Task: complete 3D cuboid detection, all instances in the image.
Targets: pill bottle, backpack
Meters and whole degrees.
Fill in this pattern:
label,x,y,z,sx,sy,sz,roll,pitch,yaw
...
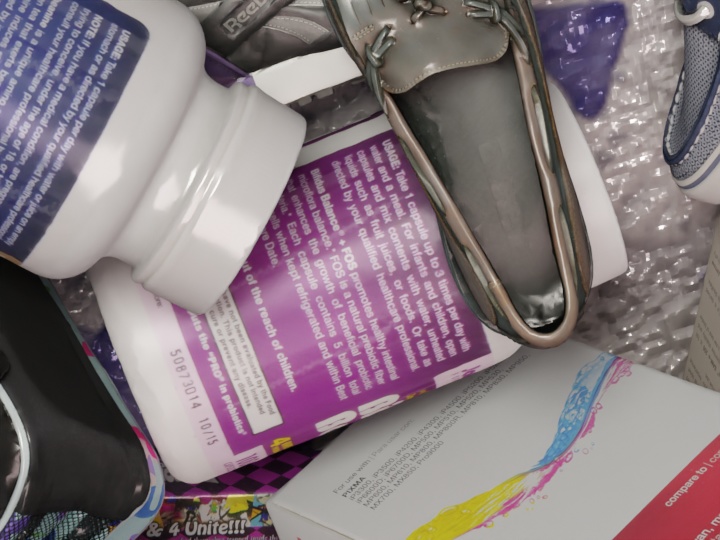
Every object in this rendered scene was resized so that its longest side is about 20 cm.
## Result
label,x,y,z,sx,sy,sz,roll,pitch,yaw
pill bottle,0.000,0.000,1.110,0.199,0.112,0.113,-22,125,0
pill bottle,-0.125,-0.066,0.991,0.200,0.111,0.111,29,112,-11
backpack,-0.188,0.078,1.067,0.200,0.178,0.150,-43,153,15

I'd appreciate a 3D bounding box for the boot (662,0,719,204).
label,x,y,z,sx,sy,sz,roll,pitch,yaw
boot,0.139,-0.128,1.101,0.090,0.073,0.201,15,109,-16

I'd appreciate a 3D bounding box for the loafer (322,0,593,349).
label,x,y,z,sx,sy,sz,roll,pitch,yaw
loafer,0.039,-0.065,1.011,0.072,0.063,0.201,-23,103,2

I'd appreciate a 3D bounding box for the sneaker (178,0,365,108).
label,x,y,z,sx,sy,sz,roll,pitch,yaw
sneaker,-0.017,-0.119,1.055,0.199,0.076,0.088,-26,120,2

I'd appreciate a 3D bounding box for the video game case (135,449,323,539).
label,x,y,z,sx,sy,sz,roll,pitch,yaw
video game case,-0.093,0.162,1.233,0.199,0.036,0.182,-1,123,-15

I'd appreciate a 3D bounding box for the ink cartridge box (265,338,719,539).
label,x,y,z,sx,sy,sz,roll,pitch,yaw
ink cartridge box,0.091,0.132,1.145,0.145,0.200,0.146,-41,130,-27

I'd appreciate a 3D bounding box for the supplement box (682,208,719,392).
label,x,y,z,sx,sy,sz,roll,pitch,yaw
supplement box,0.210,0.058,1.229,0.125,0.074,0.201,0,122,-16
